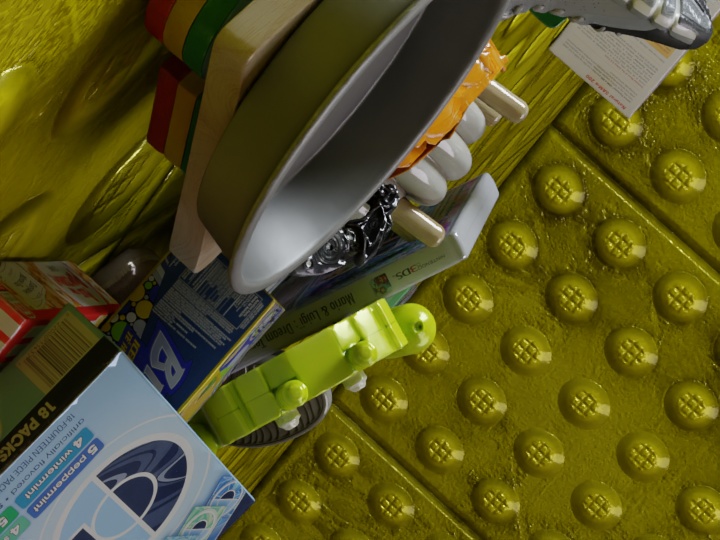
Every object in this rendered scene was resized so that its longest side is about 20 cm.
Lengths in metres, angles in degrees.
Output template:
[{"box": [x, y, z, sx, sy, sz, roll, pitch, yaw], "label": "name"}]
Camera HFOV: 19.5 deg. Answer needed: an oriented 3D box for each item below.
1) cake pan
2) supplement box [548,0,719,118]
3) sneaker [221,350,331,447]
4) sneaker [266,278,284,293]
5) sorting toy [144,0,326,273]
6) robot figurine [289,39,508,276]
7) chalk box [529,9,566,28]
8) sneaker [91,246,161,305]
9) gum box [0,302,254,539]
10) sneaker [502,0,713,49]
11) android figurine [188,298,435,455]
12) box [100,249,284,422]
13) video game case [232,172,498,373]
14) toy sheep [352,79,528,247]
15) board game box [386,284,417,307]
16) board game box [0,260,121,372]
[{"box": [-0.004, -0.077, 0.951, 0.200, 0.037, 0.200, -48, 170, -12], "label": "cake pan"}, {"box": [0.329, -0.293, 2.409, 0.200, 0.126, 0.074, -50, 176, 26], "label": "supplement box"}, {"box": [-0.098, 0.066, 1.467, 0.199, 0.075, 0.106, -3, -153, 26], "label": "sneaker"}, {"box": [-0.047, -0.049, 1.362, 0.200, 0.078, 0.080, -53, 168, -33], "label": "sneaker"}, {"box": [-0.026, -0.126, 0.987, 0.200, 0.070, 0.199, -45, 169, -27], "label": "sorting toy"}, {"box": [-0.010, -0.091, 1.138, 0.200, 0.145, 0.058, -45, -155, -26], "label": "robot figurine"}, {"box": [0.177, -0.259, 1.434, 0.200, 0.124, 0.124, -48, 175, 11], "label": "chalk box"}, {"box": [-0.126, 0.052, 1.314, 0.070, 0.076, 0.200, -42, 163, -14], "label": "sneaker"}, {"box": [-0.153, 0.129, 1.038, 0.170, 0.045, 0.200, -47, 150, -8], "label": "gum box"}, {"box": [0.124, -0.182, 1.351, 0.115, 0.199, 0.075, -41, -151, 36], "label": "sneaker"}, {"box": [-0.039, 0.067, 1.242, 0.181, 0.041, 0.200, -28, 180, -17], "label": "android figurine"}, {"box": [-0.131, 0.074, 1.135, 0.200, 0.064, 0.070, -48, 175, -2], "label": "box"}, {"box": [0.000, 0.000, 1.395, 0.181, 0.024, 0.200, -26, -173, 14], "label": "video game case"}, {"box": [0.012, -0.088, 1.265, 0.201, 0.137, 0.138, -57, 176, -8], "label": "toy sheep"}, {"box": [0.007, 0.084, 3.006, 0.200, 0.029, 0.135, -48, 174, -5], "label": "board game box"}, {"box": [-0.205, 0.065, 1.059, 0.152, 0.046, 0.200, -50, 175, 5], "label": "board game box"}]
